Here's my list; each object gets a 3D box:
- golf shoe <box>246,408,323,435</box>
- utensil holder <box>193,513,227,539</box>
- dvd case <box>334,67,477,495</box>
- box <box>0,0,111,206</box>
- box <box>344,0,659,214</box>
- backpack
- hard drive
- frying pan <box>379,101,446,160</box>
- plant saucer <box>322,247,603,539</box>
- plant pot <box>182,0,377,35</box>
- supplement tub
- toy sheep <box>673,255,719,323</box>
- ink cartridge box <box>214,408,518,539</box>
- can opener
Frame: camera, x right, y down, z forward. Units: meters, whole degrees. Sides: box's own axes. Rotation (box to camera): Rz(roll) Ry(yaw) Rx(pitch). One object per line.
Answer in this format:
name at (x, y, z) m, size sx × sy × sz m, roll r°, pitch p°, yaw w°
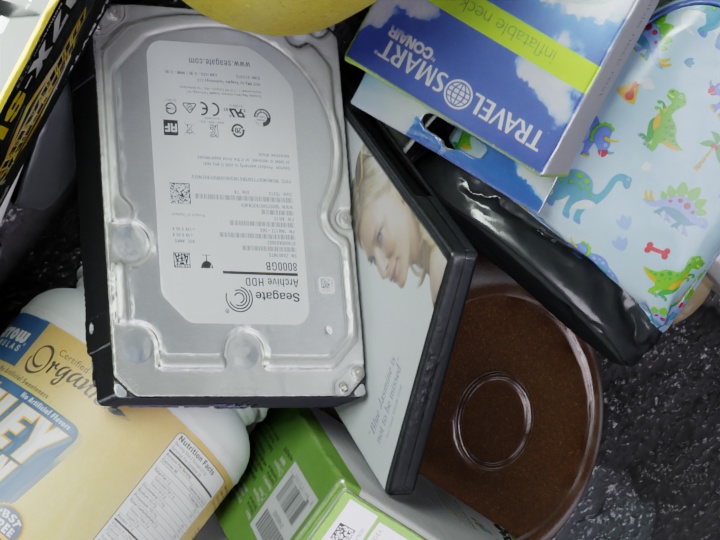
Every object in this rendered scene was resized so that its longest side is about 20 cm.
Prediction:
golf shoe at (-0.007, 0.115, 1.501) m, size 0.077 × 0.088 × 0.200 m, roll -45°, pitch 129°, yaw 11°
utensil holder at (-0.094, 0.214, 1.448) m, size 0.170 × 0.200 × 0.170 m, roll -15°, pitch 130°, yaw -19°
dvd case at (0.000, 0.000, 1.345) m, size 0.018 × 0.200 × 0.143 m, roll 0°, pitch 122°, yaw -24°
box at (-0.170, -0.084, 1.199) m, size 0.049 × 0.160 × 0.200 m, roll 28°, pitch 89°, yaw 1°
box at (0.081, -0.141, 1.276) m, size 0.200 × 0.122 × 0.048 m, roll -62°, pitch 164°, yaw 13°
backpack at (0.150, -0.072, 1.355) m, size 0.163 × 0.154 × 0.200 m, roll 42°, pitch 85°, yaw -7°
hard drive at (-0.071, -0.032, 1.312) m, size 0.140 × 0.038 × 0.200 m, roll 2°, pitch 77°, yaw -27°
frying pan at (0.060, -0.111, 1.357) m, size 0.190 × 0.031 × 0.115 m, roll -51°, pitch 177°, yaw 38°
plant saucer at (0.068, 0.084, 1.490) m, size 0.200 × 0.032 × 0.201 m, roll -4°, pitch 97°, yaw -36°
plant pot at (-0.029, -0.189, 1.161) m, size 0.200 × 0.200 × 0.142 m, roll -4°, pitch 139°, yaw -24°
supplement tub at (-0.148, 0.101, 1.353) m, size 0.200 × 0.145 × 0.145 m, roll -52°, pitch 133°, yaw -15°
toy sheep at (0.216, -0.054, 1.468) m, size 0.200 × 0.138 × 0.138 m, roll -52°, pitch 131°, yaw -5°
ink cartridge box at (0.031, 0.162, 1.376) m, size 0.200 × 0.148 × 0.076 m, roll 34°, pitch 96°, yaw -20°
can opener at (-0.193, -0.009, 1.339) m, size 0.066 × 0.053 × 0.200 m, roll 14°, pitch 116°, yaw -30°
